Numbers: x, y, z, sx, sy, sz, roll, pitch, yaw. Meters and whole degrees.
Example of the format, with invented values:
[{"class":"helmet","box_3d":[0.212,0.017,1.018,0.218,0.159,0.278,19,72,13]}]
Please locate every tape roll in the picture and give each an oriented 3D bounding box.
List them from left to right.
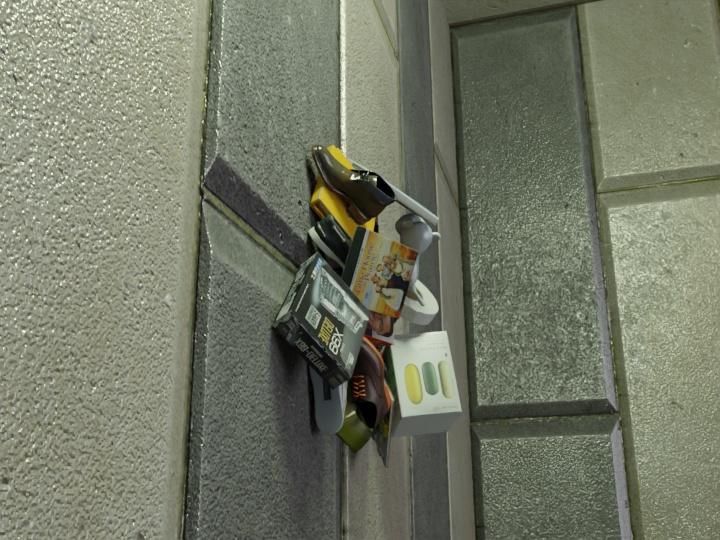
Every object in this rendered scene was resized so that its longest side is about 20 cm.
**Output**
[{"class":"tape roll","box_3d":[0.101,0.054,1.899,0.037,0.201,0.203,-54,179,21]}]

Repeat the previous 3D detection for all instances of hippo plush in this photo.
[{"class":"hippo plush","box_3d":[0.091,-0.052,1.813,0.201,0.155,0.164,-103,-149,-63]}]

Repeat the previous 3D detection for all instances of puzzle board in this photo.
[{"class":"puzzle board","box_3d":[0.041,0.311,1.697,0.200,0.017,0.155,-121,-145,-72]}]

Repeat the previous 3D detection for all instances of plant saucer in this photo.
[{"class":"plant saucer","box_3d":[-0.010,0.257,1.638,0.201,0.047,0.205,60,29,-58]}]

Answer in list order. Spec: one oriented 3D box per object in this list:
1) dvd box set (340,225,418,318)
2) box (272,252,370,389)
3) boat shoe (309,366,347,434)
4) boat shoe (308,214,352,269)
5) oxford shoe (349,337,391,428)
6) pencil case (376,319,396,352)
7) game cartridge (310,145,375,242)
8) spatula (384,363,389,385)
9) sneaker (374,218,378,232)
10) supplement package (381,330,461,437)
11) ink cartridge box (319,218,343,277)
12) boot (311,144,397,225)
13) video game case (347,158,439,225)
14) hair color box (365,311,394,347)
[{"class":"dvd box set","box_3d":[0.037,0.008,1.546,0.198,0.029,0.150,21,85,-54]},{"class":"box","box_3d":[-0.063,0.084,1.362,0.158,0.049,0.201,48,27,-16]},{"class":"boat shoe","box_3d":[-0.060,0.199,1.450,0.065,0.071,0.206,60,33,-81]},{"class":"boat shoe","box_3d":[-0.019,-0.033,1.535,0.199,0.060,0.076,41,14,-40]},{"class":"oxford shoe","box_3d":[0.010,0.217,1.529,0.073,0.070,0.204,-55,131,-52]},{"class":"pencil case","box_3d":[0.038,0.132,1.807,0.091,0.076,0.200,64,19,-10]},{"class":"game cartridge","box_3d":[-0.030,-0.143,1.627,0.177,0.032,0.202,50,30,-29]},{"class":"spatula","box_3d":[0.056,0.277,1.804,0.203,0.020,0.057,89,7,-46]},{"class":"sneaker","box_3d":[0.018,-0.097,1.823,0.087,0.072,0.204,66,24,-54]},{"class":"supplement package","box_3d":[0.142,0.275,1.878,0.152,0.147,0.205,103,-19,-60]},{"class":"ink cartridge box","box_3d":[-0.043,-0.033,1.634,0.101,0.038,0.203,-77,156,-49]},{"class":"boot","box_3d":[-0.011,-0.189,1.557,0.201,0.095,0.076,50,31,-30]},{"class":"video game case","box_3d":[0.069,-0.179,1.760,0.198,0.022,0.182,33,5,-24]},{"class":"hair color box","box_3d":[-0.005,0.090,1.590,0.199,0.060,0.104,23,61,-55]}]
